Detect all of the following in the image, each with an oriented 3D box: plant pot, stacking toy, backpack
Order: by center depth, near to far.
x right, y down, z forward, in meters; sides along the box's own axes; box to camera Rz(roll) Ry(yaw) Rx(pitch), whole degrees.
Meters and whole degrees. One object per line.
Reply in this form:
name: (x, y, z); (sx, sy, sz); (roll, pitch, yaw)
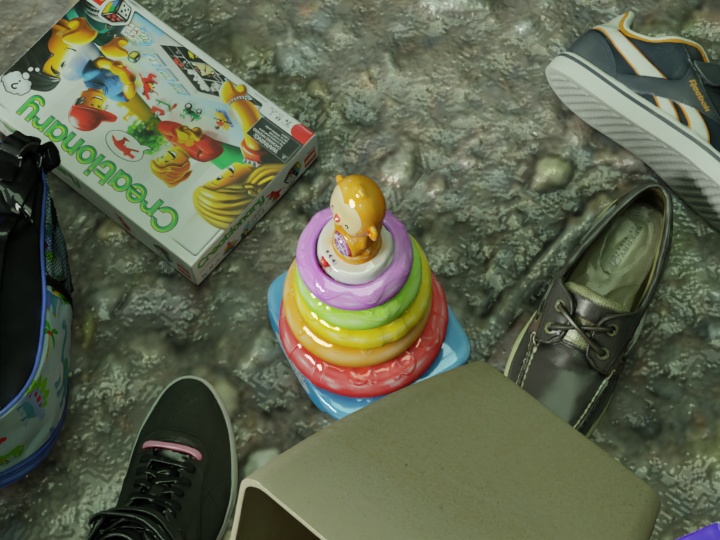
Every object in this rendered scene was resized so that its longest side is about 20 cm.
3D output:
plant pot: (0.054, 0.174, 1.038); (0.200, 0.200, 0.177); (37, 54, 18)
stacking toy: (0.000, 0.000, 1.110); (0.109, 0.200, 0.116); (-26, 68, -10)
backpack: (-0.262, 0.041, 1.127); (0.182, 0.147, 0.201); (-7, 56, -3)

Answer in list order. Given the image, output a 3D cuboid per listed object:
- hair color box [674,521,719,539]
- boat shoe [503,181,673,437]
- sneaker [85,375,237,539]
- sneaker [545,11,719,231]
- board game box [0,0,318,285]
hair color box: (0.222, 0.209, 1.005); (0.065, 0.200, 0.110); (-26, 64, 21)
boat shoe: (0.142, 0.028, 1.166); (0.073, 0.065, 0.201); (22, 69, 10)
sneaker: (-0.121, 0.143, 1.104); (0.070, 0.099, 0.201); (9, 64, 8)
sneaker: (0.218, -0.098, 1.215); (0.079, 0.079, 0.200); (-43, 69, -10)
board game box: (-0.144, -0.097, 1.251); (0.200, 0.035, 0.126); (36, 72, 17)
